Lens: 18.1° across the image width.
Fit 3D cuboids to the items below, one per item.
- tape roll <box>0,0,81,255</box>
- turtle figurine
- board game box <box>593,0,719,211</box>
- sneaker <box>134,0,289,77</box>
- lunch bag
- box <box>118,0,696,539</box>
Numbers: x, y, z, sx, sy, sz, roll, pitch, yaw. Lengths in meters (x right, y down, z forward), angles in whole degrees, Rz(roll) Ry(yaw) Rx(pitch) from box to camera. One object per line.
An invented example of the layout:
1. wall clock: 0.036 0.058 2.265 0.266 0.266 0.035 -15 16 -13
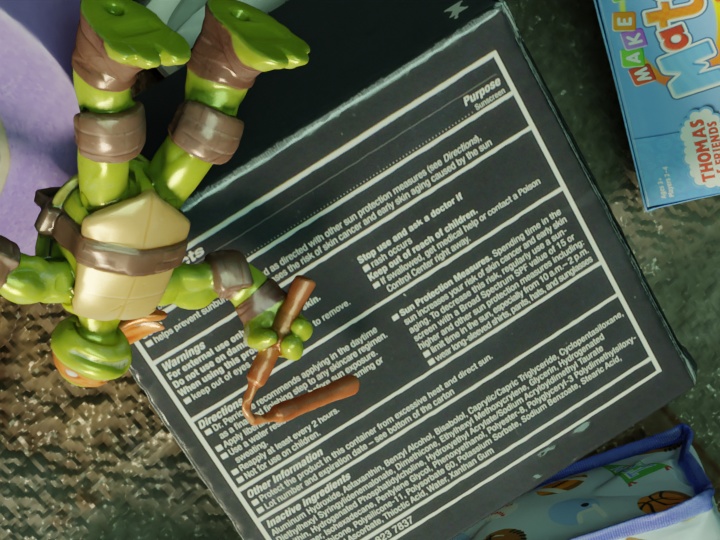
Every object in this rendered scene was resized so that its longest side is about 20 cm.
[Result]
1. tape roll: -0.193 -0.078 0.832 0.198 0.200 0.086 13 50 -15
2. turtle figurine: -0.073 -0.017 0.800 0.198 0.065 0.162 7 121 -27
3. board game box: 0.205 -0.110 0.980 0.198 0.037 0.152 -12 131 10
4. sneaker: -0.002 -0.134 0.985 0.200 0.075 0.116 -39 108 4
5. lunch bag: 0.082 0.188 1.013 0.198 0.124 0.171 -17 101 6
6. box: 0.000 0.000 0.933 0.199 0.123 0.199 -31 120 -1
